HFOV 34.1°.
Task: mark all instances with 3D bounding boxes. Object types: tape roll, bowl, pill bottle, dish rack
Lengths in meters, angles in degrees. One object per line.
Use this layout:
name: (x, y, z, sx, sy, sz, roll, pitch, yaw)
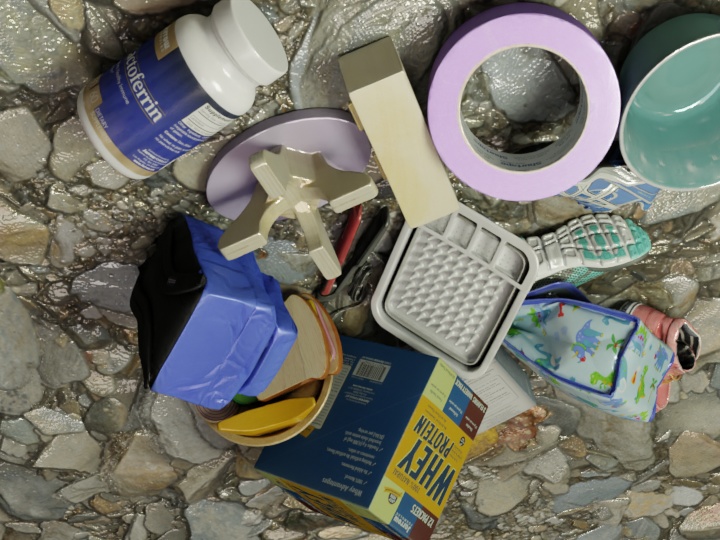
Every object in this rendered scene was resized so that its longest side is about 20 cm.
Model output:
tape roll: (0.170, -0.178, 1.241, 0.200, 0.066, 0.200, 1, 112, 2)
bowl: (0.358, -0.196, 1.260, 0.200, 0.105, 0.201, -6, 134, -7)
pill bottle: (-0.180, -0.189, 1.198, 0.200, 0.116, 0.116, -31, 128, 18)
dish rack: (0.115, 0.014, 1.408, 0.172, 0.044, 0.200, 32, 119, 15)

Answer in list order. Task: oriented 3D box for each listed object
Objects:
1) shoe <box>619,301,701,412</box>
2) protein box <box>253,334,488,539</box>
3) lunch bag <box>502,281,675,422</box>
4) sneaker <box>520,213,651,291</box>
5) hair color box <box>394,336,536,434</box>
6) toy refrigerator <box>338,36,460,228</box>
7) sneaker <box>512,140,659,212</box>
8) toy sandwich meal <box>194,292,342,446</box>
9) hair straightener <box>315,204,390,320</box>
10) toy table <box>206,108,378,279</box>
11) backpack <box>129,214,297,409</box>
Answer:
shoe: (0.402, 0.128, 1.557, 0.071, 0.091, 0.200, -46, 133, -27)
protein box: (0.014, 0.207, 1.457, 0.198, 0.200, 0.135, 10, 155, 41)
lunch bag: (0.266, 0.096, 1.455, 0.200, 0.128, 0.170, 15, 170, 34)
sneaker: (0.258, -0.010, 1.454, 0.200, 0.078, 0.091, -11, 148, 7)
hair color box: (0.140, 0.128, 1.557, 0.099, 0.061, 0.200, -30, 129, 18)
toy refrigerator: (0.041, -0.147, 1.286, 0.070, 0.076, 0.200, -21, 131, 6)
sneaker: (0.260, -0.102, 1.355, 0.200, 0.076, 0.077, 0, 127, -6)
toy sandwich meal: (-0.120, 0.118, 1.434, 0.205, 0.205, 0.070, -17, 160, 8)
hair straightener: (0.000, 0.000, 1.438, 0.077, 0.041, 0.200, 11, 129, -16)
toy table: (-0.076, -0.086, 1.302, 0.200, 0.117, 0.184, -32, 128, 19)
backpack: (-0.175, 0.047, 1.351, 0.168, 0.200, 0.163, 24, 110, -33)
